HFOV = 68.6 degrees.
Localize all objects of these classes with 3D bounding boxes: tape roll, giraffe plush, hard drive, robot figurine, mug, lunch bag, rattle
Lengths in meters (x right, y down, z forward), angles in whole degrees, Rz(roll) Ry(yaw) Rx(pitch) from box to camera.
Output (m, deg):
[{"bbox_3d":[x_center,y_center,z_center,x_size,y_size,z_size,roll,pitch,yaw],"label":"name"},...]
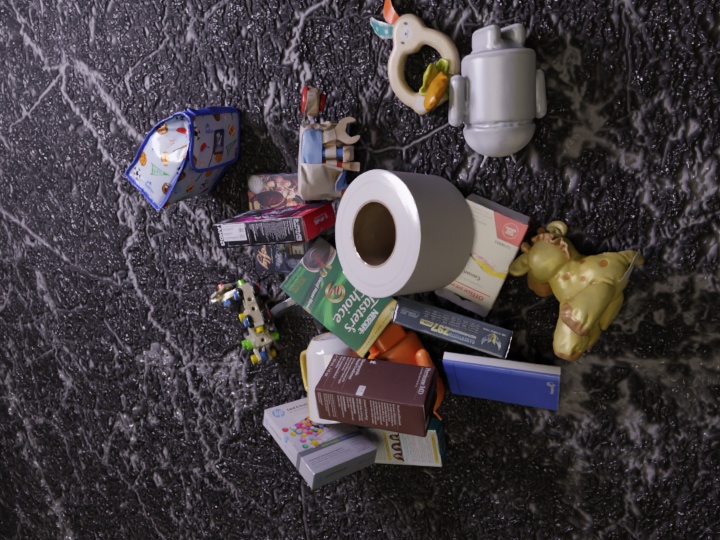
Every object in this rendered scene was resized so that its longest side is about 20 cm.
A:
[{"bbox_3d":[0.069,-0.062,0.886,0.200,0.137,0.208,4,96,47],"label":"tape roll"},{"bbox_3d":[0.327,0.014,0.841,0.161,0.171,0.203,36,129,32],"label":"giraffe plush"},{"bbox_3d":[0.255,0.200,0.952,0.196,0.026,0.133,4,144,23],"label":"hard drive"},{"bbox_3d":[0.213,-0.266,0.813,0.165,0.113,0.205,-7,106,-10],"label":"robot figurine"},{"bbox_3d":[-0.063,0.210,1.074,0.182,0.149,0.157,-9,95,19],"label":"mug"},{"bbox_3d":[-0.331,-0.232,1.035,0.124,0.170,0.200,44,117,2],"label":"lunch bag"},{"bbox_3d":[0.088,0.199,1.013,0.142,0.117,0.203,-30,93,22],"label":"robot figurine"},{"bbox_3d":[0.068,-0.348,0.843,0.129,0.143,0.202,-22,103,46],"label":"rattle"}]

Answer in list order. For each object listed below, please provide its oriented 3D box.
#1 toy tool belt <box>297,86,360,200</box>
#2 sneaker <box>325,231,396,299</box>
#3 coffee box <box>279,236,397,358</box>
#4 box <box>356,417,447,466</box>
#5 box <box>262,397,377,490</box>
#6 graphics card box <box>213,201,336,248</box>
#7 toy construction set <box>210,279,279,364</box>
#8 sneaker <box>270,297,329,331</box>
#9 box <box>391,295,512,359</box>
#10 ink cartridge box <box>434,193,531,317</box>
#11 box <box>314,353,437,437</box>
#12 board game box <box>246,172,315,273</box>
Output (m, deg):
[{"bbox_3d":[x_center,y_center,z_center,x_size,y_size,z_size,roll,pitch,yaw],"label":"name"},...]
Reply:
[{"bbox_3d":[-0.051,-0.223,0.959,0.120,0.125,0.204,1,113,-10],"label":"toy tool belt"},{"bbox_3d":[0.000,0.000,1.016,0.200,0.071,0.099,41,119,9],"label":"sneaker"},{"bbox_3d":[-0.034,0.047,0.958,0.199,0.044,0.124,41,88,2],"label":"coffee box"},{"bbox_3d":[0.077,0.356,1.105,0.196,0.049,0.084,-6,103,25],"label":"box"},{"bbox_3d":[-0.085,0.336,1.069,0.199,0.153,0.042,33,120,45],"label":"box"},{"bbox_3d":[-0.159,-0.085,0.990,0.196,0.125,0.052,-4,108,25],"label":"graphics card box"},{"bbox_3d":[-0.243,0.099,1.147,0.201,0.091,0.131,53,157,9],"label":"toy construction set"},{"bbox_3d":[-0.094,0.086,1.091,0.198,0.060,0.106,-29,89,25],"label":"sneaker"},{"bbox_3d":[0.165,0.102,0.923,0.196,0.158,0.052,16,85,17],"label":"box"},{"bbox_3d":[0.203,-0.015,0.922,0.115,0.067,0.204,24,114,15],"label":"ink cartridge box"},{"bbox_3d":[0.028,0.214,0.916,0.195,0.101,0.076,5,120,18],"label":"box"},{"bbox_3d":[-0.160,-0.096,1.078,0.133,0.035,0.205,4,108,23],"label":"board game box"}]
